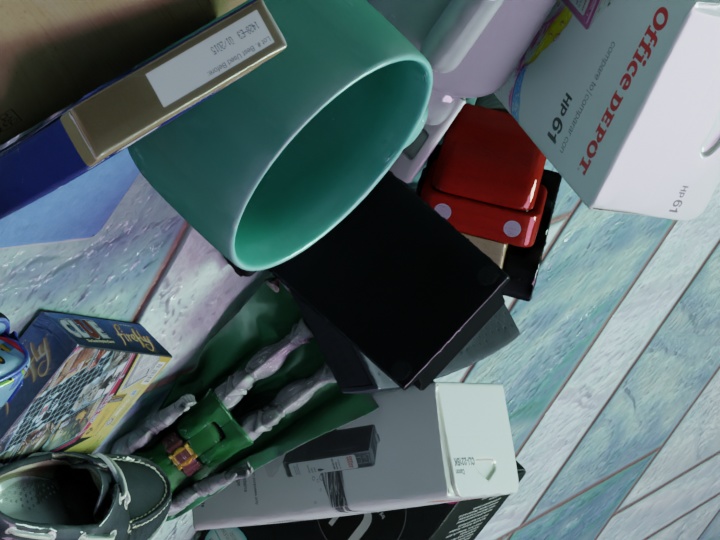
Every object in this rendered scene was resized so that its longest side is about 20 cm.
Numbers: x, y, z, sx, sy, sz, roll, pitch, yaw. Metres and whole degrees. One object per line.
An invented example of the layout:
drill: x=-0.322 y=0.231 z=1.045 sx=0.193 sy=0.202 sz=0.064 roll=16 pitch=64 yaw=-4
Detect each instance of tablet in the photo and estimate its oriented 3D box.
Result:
tablet: x=-0.131 y=-0.091 z=1.522 sx=0.200 sy=0.014 sz=0.130 roll=-53 pitch=161 yaw=21

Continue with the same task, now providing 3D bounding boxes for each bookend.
bookend: x=0.000 y=0.000 z=1.703 sx=0.092 sy=0.199 sz=0.200 roll=-47 pitch=162 yaw=-6

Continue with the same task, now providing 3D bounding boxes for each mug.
mug: x=-0.051 y=-0.089 z=1.502 sx=0.152 sy=0.114 sz=0.185 roll=-45 pitch=163 yaw=-6

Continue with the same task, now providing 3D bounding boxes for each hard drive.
hard drive: x=0.024 y=0.016 z=1.908 sx=0.042 sy=0.135 sz=0.200 roll=-31 pitch=173 yaw=32

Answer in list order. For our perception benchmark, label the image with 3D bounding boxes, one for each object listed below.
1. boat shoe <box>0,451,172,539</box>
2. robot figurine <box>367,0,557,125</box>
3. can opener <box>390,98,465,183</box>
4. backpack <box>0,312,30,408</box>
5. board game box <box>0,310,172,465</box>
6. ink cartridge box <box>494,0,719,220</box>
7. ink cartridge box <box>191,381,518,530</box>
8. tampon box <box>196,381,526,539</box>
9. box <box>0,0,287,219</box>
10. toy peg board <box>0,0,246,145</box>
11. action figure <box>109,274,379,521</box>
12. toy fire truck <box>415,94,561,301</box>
boat shoe: x=-0.175 y=0.144 z=1.703 sx=0.060 sy=0.076 sz=0.200 roll=-50 pitch=163 yaw=30
robot figurine: x=0.063 y=-0.180 z=1.602 sx=0.200 sy=0.113 sz=0.170 roll=-59 pitch=-162 yaw=32
can opener: x=0.052 y=-0.139 z=1.761 sx=0.200 sy=0.053 sz=0.067 roll=-56 pitch=160 yaw=24
backpack: x=-0.281 y=0.082 z=1.367 sx=0.182 sy=0.135 sz=0.200 roll=-15 pitch=147 yaw=-56
board game box: x=-0.216 y=0.113 z=1.723 sx=0.200 sy=0.035 sz=0.135 roll=-50 pitch=161 yaw=10
ink cartridge box: x=0.151 y=-0.143 z=1.643 sx=0.085 sy=0.200 sz=0.145 roll=5 pitch=122 yaw=-34
ink cartridge box: x=-0.005 y=0.132 z=1.980 sx=0.200 sy=0.084 sz=0.144 roll=-8 pitch=174 yaw=22
tampon box: x=-0.001 y=0.188 z=2.165 sx=0.200 sy=0.150 sz=0.126 roll=-53 pitch=161 yaw=19
box: x=-0.131 y=-0.069 z=1.358 sx=0.121 sy=0.032 sz=0.200 roll=-34 pitch=-172 yaw=-31
toy peg board: x=-0.140 y=-0.168 z=1.257 sx=0.199 sy=0.098 sz=0.200 roll=-30 pitch=161 yaw=0
action figure: x=-0.101 y=0.110 z=1.886 sx=0.200 sy=0.118 sz=0.055 roll=-37 pitch=-173 yaw=7
toy fire truck: x=0.112 y=-0.099 z=1.852 sx=0.176 sy=0.128 sz=0.200 roll=-67 pitch=170 yaw=-65
